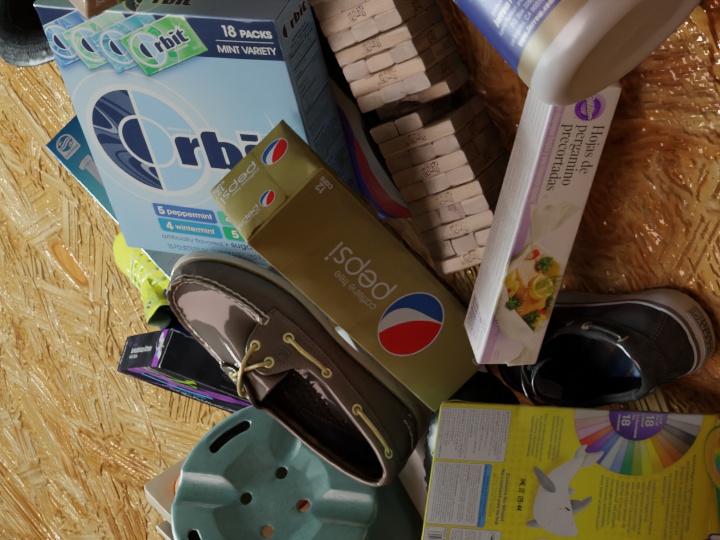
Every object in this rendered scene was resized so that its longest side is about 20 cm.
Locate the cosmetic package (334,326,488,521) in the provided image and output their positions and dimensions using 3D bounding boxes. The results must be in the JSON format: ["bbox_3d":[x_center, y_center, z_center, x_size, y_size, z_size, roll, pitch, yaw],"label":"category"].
[{"bbox_3d":[0.058,0.111,1.249,0.200,0.082,0.051,61,151,-4],"label":"cosmetic package"}]

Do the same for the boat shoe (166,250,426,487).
[{"bbox_3d":[-0.048,0.065,1.175,0.200,0.060,0.072,39,127,-5],"label":"boat shoe"}]

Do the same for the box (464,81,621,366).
[{"bbox_3d":[0.101,-0.032,1.026,0.042,0.039,0.201,-108,24,-50],"label":"box"}]

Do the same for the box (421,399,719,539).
[{"bbox_3d":[0.139,0.140,1.057,0.199,0.118,0.048,1,161,26],"label":"box"}]

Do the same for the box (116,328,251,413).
[{"bbox_3d":[-0.108,0.088,1.420,0.143,0.036,0.200,22,172,-14],"label":"box"}]

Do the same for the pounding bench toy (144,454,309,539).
[{"bbox_3d":[-0.128,0.247,1.558,0.124,0.200,0.156,39,147,32],"label":"pounding bench toy"}]

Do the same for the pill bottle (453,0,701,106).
[{"bbox_3d":[0.074,-0.189,0.891,0.200,0.116,0.116,51,151,14],"label":"pill bottle"}]

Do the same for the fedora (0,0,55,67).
[{"bbox_3d":[-0.165,-0.196,1.258,0.092,0.201,0.200,39,165,-34],"label":"fedora"}]

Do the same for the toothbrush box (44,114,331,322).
[{"bbox_3d":[-0.114,-0.035,1.313,0.200,0.085,0.146,46,-178,24],"label":"toothbrush box"}]

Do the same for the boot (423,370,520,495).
[{"bbox_3d":[0.116,0.173,1.129,0.162,0.073,0.199,16,110,50],"label":"boot"}]

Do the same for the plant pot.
[{"bbox_3d":[-0.035,0.197,1.297,0.200,0.200,0.196,41,170,28],"label":"plant pot"}]

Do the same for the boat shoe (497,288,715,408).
[{"bbox_3d":[0.132,0.057,1.093,0.200,0.066,0.070,-8,111,60],"label":"boat shoe"}]

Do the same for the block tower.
[{"bbox_3d":[0.037,-0.101,1.085,0.054,0.058,0.201,-19,102,31],"label":"block tower"}]

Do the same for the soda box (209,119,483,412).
[{"bbox_3d":[0.000,0.000,1.099,0.200,0.064,0.068,43,-175,-39],"label":"soda box"}]

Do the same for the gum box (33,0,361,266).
[{"bbox_3d":[-0.096,-0.092,1.133,0.169,0.045,0.200,8,135,25],"label":"gum box"}]

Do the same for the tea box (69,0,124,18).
[{"bbox_3d":[-0.142,-0.287,1.052,0.200,0.196,0.134,45,149,24],"label":"tea box"}]

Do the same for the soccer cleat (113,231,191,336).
[{"bbox_3d":[-0.158,0.011,1.493,0.200,0.084,0.065,27,139,44],"label":"soccer cleat"}]

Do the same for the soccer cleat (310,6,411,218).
[{"bbox_3d":[-0.016,-0.120,1.155,0.200,0.068,0.073,56,149,-4],"label":"soccer cleat"}]
